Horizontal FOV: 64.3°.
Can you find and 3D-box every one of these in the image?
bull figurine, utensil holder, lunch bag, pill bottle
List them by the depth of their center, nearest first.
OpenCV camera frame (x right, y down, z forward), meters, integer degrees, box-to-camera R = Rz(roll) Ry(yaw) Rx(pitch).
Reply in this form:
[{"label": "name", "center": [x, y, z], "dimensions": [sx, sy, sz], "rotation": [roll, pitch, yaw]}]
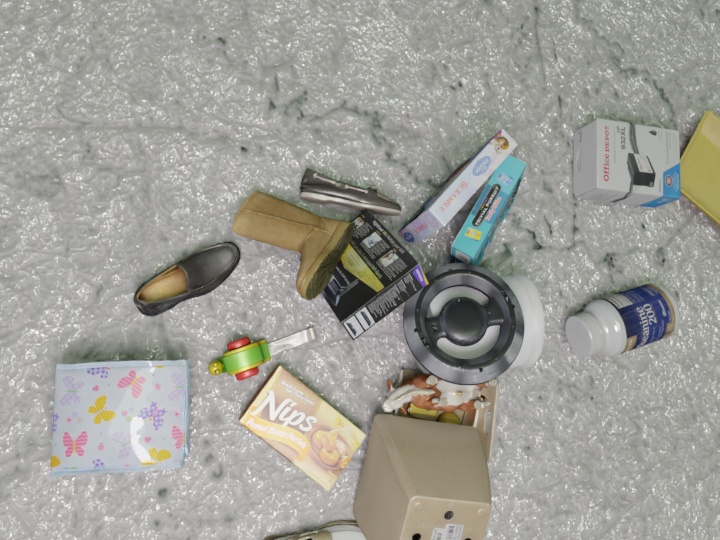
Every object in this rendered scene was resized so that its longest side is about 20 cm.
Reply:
[{"label": "lunch bag", "center": [-0.369, 0.229, 0.910], "dimensions": [0.195, 0.127, 0.174], "rotation": [-3, 82, -3]}, {"label": "bull figurine", "center": [0.136, 0.211, 0.984], "dimensions": [0.195, 0.121, 0.067], "rotation": [1, 78, -19]}, {"label": "utensil holder", "center": [0.202, 0.098, 1.031], "dimensions": [0.195, 0.170, 0.175], "rotation": [-4, 84, -11]}, {"label": "pill bottle", "center": [0.510, 0.103, 1.126], "dimensions": [0.196, 0.111, 0.114], "rotation": [-15, 87, -14]}]

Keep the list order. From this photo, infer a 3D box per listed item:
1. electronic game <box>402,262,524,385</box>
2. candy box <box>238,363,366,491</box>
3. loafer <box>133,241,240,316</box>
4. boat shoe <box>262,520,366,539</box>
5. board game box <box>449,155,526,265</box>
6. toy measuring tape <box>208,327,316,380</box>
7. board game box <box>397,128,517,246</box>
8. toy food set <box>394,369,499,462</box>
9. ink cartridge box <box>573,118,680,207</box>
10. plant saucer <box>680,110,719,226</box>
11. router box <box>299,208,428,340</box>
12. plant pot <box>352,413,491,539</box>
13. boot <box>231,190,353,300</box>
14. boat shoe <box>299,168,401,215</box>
[{"label": "electronic game", "center": [0.165, 0.082, 0.921], "dimensions": [0.195, 0.042, 0.205], "rotation": [0, 66, 0]}, {"label": "candy box", "center": [-0.101, 0.271, 0.998], "dimensions": [0.199, 0.055, 0.116], "rotation": [39, 77, -5]}, {"label": "loafer", "center": [-0.292, 0.013, 0.977], "dimensions": [0.198, 0.072, 0.074], "rotation": [-35, 90, -15]}, {"label": "boat shoe", "center": [-0.075, 0.480, 0.973], "dimensions": [0.195, 0.068, 0.077], "rotation": [-6, 85, -13]}, {"label": "board game box", "center": [0.232, -0.091, 1.065], "dimensions": [0.046, 0.151, 0.202], "rotation": [28, 76, 15]}, {"label": "toy measuring tape", "center": [-0.167, 0.140, 0.992], "dimensions": [0.196, 0.074, 0.075], "rotation": [-18, 87, -14]}, {"label": "board game box", "center": [0.167, -0.142, 1.033], "dimensions": [0.041, 0.199, 0.200], "rotation": [43, 76, -3]}, {"label": "toy food set", "center": [0.154, 0.267, 1.053], "dimensions": [0.195, 0.060, 0.147], "rotation": [10, 81, -12]}, {"label": "ink cartridge box", "center": [0.551, -0.220, 1.187], "dimensions": [0.195, 0.084, 0.149], "rotation": [5, 83, -12]}, {"label": "plant saucer", "center": [0.774, -0.209, 1.255], "dimensions": [0.198, 0.048, 0.202], "rotation": [36, 77, -6]}, {"label": "router box", "center": [0.000, 0.000, 0.975], "dimensions": [0.156, 0.201, 0.053], "rotation": [-36, 131, -3]}, {"label": "plant pot", "center": [0.109, 0.381, 0.940], "dimensions": [0.195, 0.177, 0.205], "rotation": [10, 102, -10]}, {"label": "boot", "center": [-0.131, -0.046, 0.968], "dimensions": [0.196, 0.067, 0.176], "rotation": [18, 47, 17]}, {"label": "boat shoe", "center": [-0.015, -0.145, 1.061], "dimensions": [0.195, 0.067, 0.058], "rotation": [10, 86, -8]}]
